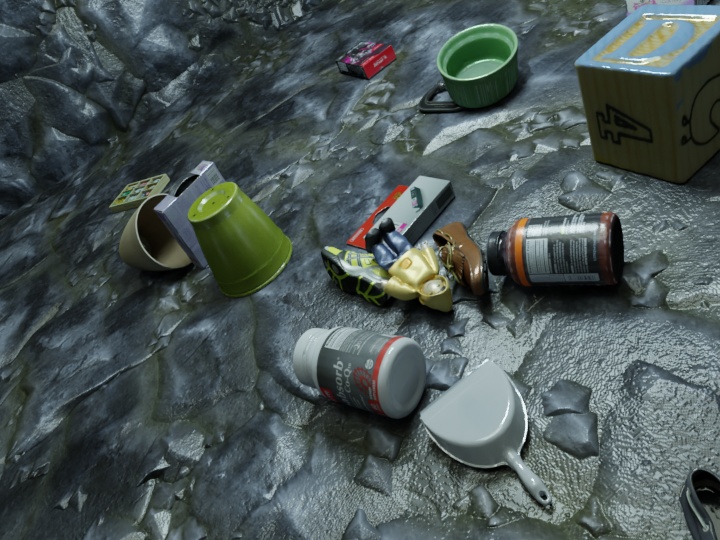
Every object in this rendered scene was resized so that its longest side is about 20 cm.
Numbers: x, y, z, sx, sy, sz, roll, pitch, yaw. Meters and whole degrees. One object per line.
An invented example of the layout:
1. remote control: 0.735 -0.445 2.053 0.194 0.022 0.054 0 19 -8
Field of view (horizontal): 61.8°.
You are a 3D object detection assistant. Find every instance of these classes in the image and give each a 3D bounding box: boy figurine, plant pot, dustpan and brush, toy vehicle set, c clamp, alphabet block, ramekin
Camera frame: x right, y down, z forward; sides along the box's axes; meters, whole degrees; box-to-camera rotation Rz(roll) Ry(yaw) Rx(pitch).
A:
1. boy figurine: 0.084 0.001 1.044 0.123 0.065 0.201 -32 55 -12
2. plant pot: -0.543 -0.077 1.568 0.197 0.188 0.190 -17 35 42
3. plant pot: -0.281 -0.083 1.345 0.196 0.195 0.203 -19 37 15
4. dustpan and brush: 0.178 0.220 0.781 0.138 0.058 0.200 -36 29 -4
5. toy vehicle set: -0.752 -0.261 2.046 0.195 0.027 0.126 -8 42 29
6. c clamp: 0.249 -0.464 1.555 0.196 0.027 0.173 7 56 39
7. alphabet block: 0.510 -0.303 1.018 0.194 0.202 0.196 -38 36 -10
8. ramekin: 0.290 -0.492 1.460 0.195 0.098 0.204 -13 51 16

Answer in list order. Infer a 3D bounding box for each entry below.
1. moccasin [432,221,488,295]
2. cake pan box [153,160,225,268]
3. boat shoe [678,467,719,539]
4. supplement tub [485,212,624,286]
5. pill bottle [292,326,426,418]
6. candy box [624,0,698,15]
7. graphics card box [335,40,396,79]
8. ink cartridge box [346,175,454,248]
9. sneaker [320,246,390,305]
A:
1. moccasin: 0.168 -0.021 1.034 0.076 0.075 0.203 -14 37 -1
2. cake pan box: -0.390 -0.140 1.488 0.051 0.202 0.186 14 56 38
3. boat shoe: 0.357 0.279 0.559 0.071 0.063 0.203 -21 37 13
4. supplement tub: 0.297 -0.030 0.932 0.196 0.108 0.108 -1 44 35
5. pill bottle: -0.005 0.151 0.933 0.196 0.117 0.117 5 48 40
6. candy box: 0.736 -0.664 1.388 0.200 0.072 0.166 -45 38 -19
7. graphics card box: 0.015 -0.692 1.970 0.125 0.051 0.199 -39 35 -10
8. ink cartridge box: 0.076 -0.120 1.257 0.171 0.044 0.200 19 59 46
9. sneaker: 0.000 0.000 1.156 0.076 0.077 0.198 -39 46 -24
